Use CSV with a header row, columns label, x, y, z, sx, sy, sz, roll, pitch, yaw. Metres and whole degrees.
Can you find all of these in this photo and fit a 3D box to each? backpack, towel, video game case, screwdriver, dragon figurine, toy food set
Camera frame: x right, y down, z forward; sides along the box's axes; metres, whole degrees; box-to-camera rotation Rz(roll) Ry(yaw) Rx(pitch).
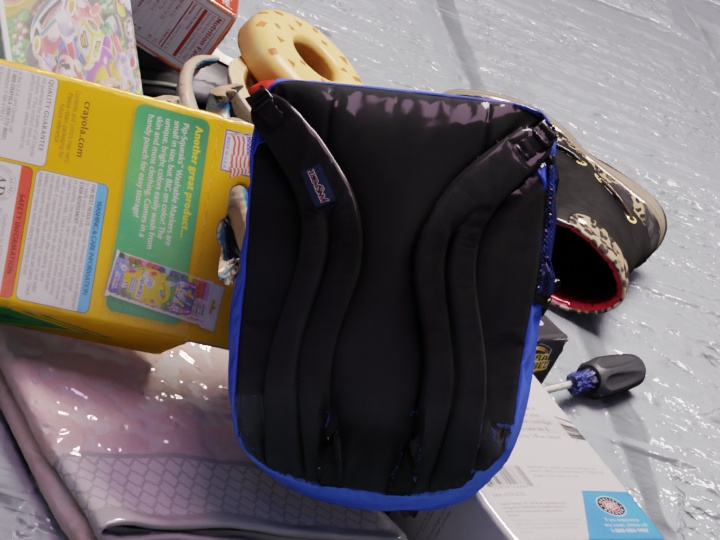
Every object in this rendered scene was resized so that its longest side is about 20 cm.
label,x,y,z,sx,sy,sz,roll,pitch,yaw
backpack,0.019,0.024,1.120,0.162,0.201,0.168,4,-12,5
towel,-0.090,0.086,1.159,0.200,0.032,0.191,9,31,-36
video game case,-0.161,-0.086,1.240,0.018,0.201,0.143,0,16,23
screwdriver,0.125,0.075,1.390,0.029,0.028,0.200,9,10,32
dragon figurine,-0.089,-0.054,1.303,0.059,0.100,0.200,-11,29,-10
toy food set,0.003,-0.084,1.412,0.198,0.049,0.200,31,19,-14

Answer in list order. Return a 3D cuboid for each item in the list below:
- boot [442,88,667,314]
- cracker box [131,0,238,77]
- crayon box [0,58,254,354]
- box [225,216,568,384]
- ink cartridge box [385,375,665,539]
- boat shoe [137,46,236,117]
label,x,y,z,sx,sy,sz,roll,pitch,yaw
boot,0.121,-0.049,1.574,0.200,0.073,0.151,34,26,0
cracker box,-0.171,-0.219,1.426,0.200,0.058,0.134,33,21,-16
crayon box,-0.150,-0.032,1.144,0.199,0.126,0.052,13,-15,-21
box,0.000,0.000,1.389,0.198,0.050,0.200,0,37,-43
ink cartridge box,0.062,0.106,1.227,0.116,0.067,0.200,5,34,-38
boat shoe,-0.086,-0.104,1.509,0.200,0.073,0.063,27,68,-14
